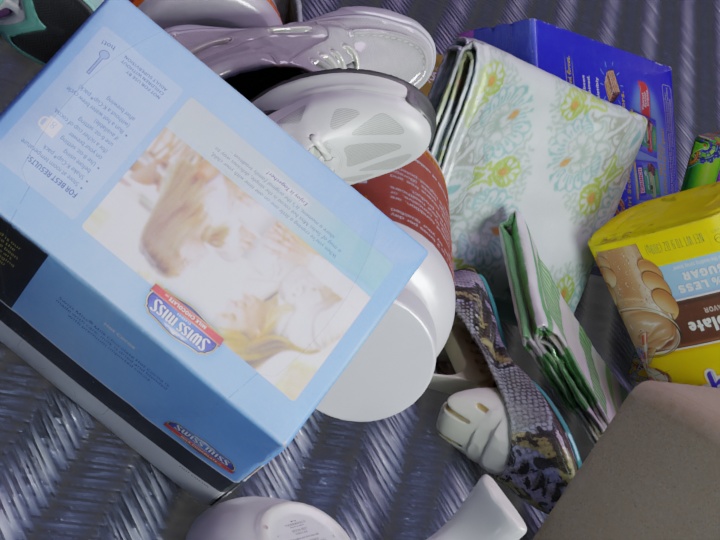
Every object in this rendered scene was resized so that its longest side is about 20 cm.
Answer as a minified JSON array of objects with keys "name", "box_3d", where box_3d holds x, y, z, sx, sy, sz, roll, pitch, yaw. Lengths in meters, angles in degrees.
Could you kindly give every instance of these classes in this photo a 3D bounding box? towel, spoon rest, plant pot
[{"name":"towel","box_3d":[0.103,-0.053,1.412,0.200,0.171,0.048,19,7,-43]},{"name":"spoon rest","box_3d":[-0.004,0.149,1.046,0.200,0.061,0.099,-5,48,-43]},{"name":"towel","box_3d":[0.152,0.068,1.373,0.200,0.023,0.153,53,15,-29]},{"name":"plant pot","box_3d":[0.216,0.171,1.187,0.177,0.200,0.200,42,20,33]}]

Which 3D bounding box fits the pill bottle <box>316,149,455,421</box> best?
[{"name":"pill bottle","box_3d":[0.000,0.000,1.225,0.112,0.112,0.200,34,24,-17]}]

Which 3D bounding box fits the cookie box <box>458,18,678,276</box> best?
[{"name":"cookie box","box_3d":[0.164,-0.090,1.592,0.200,0.075,0.172,11,74,-51]}]

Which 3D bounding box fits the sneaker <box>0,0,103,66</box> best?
[{"name":"sneaker","box_3d":[-0.242,-0.218,1.291,0.200,0.078,0.140,41,19,-26]}]

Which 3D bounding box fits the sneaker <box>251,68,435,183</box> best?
[{"name":"sneaker","box_3d":[-0.055,-0.040,1.141,0.115,0.200,0.076,-89,166,-46]}]

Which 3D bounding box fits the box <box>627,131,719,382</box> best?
[{"name":"box","box_3d":[0.330,0.016,1.528,0.200,0.193,0.122,21,15,23]}]

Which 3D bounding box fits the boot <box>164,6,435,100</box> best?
[{"name":"boot","box_3d":[-0.030,-0.113,1.255,0.200,0.074,0.096,-8,25,-24]}]

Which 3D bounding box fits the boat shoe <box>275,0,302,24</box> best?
[{"name":"boat shoe","box_3d":[-0.066,-0.139,1.428,0.074,0.065,0.202,32,26,-21]}]

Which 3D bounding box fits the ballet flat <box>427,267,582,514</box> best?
[{"name":"ballet flat","box_3d":[0.072,0.077,1.282,0.072,0.072,0.200,22,30,-38]}]

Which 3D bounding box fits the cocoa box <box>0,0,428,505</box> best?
[{"name":"cocoa box","box_3d":[-0.096,-0.007,1.002,0.200,0.131,0.133,39,62,-5]}]

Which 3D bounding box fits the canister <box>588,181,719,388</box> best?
[{"name":"canister","box_3d":[0.256,0.045,1.418,0.087,0.148,0.200,-35,104,-43]}]

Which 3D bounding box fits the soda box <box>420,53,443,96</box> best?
[{"name":"soda box","box_3d":[0.027,-0.128,1.556,0.200,0.064,0.068,8,40,-53]}]

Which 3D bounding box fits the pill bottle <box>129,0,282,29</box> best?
[{"name":"pill bottle","box_3d":[-0.117,-0.185,1.369,0.109,0.110,0.200,28,24,-29]}]
